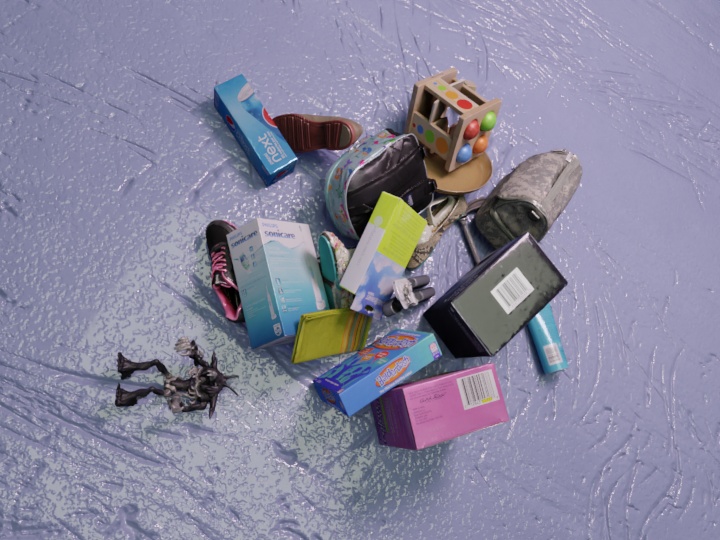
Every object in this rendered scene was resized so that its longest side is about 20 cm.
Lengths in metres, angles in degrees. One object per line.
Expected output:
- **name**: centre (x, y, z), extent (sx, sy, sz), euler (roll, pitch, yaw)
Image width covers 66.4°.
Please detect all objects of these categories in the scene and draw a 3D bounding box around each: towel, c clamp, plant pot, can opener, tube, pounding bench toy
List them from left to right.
- **towel**: centre (-0.043, 0.111, 0.966), extent (0.198, 0.018, 0.089), euler (-2, 107, -54)
- **can opener**: centre (0.091, 0.041, 1.030), extent (0.065, 0.199, 0.054), euler (-26, 84, 24)
- **plant pot**: centre (0.179, -0.223, 1.155), extent (0.194, 0.028, 0.204), euler (6, 48, -6)
- **pounding bench toy**: centre (0.218, -0.322, 1.145), extent (0.198, 0.126, 0.156), euler (-31, 60, -31)
- **c clamp**: centre (0.258, -0.055, 1.170), extent (0.166, 0.027, 0.206), euler (-12, 80, -19)
- **tube**: centre (0.380, 0.112, 1.155), extent (0.075, 0.050, 0.206), euler (-7, 73, -22)

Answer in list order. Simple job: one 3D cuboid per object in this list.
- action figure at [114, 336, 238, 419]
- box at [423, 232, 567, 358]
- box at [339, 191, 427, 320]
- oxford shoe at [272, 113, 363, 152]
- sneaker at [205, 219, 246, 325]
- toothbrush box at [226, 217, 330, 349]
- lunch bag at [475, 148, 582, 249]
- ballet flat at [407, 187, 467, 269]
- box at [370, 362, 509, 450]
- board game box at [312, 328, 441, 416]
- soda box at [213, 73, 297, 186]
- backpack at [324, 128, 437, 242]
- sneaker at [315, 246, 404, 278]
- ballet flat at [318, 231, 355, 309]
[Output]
- **action figure**: centre (-0.298, 0.181, 0.906), extent (0.194, 0.103, 0.122), euler (1, 64, -14)
- **box**: centre (0.242, 0.055, 1.033), extent (0.199, 0.199, 0.124), euler (-39, 86, -13)
- **box**: centre (0.039, -0.021, 0.980), extent (0.047, 0.121, 0.204), euler (26, 90, 33)
- **oxford shoe**: centre (-0.086, -0.271, 1.083), extent (0.195, 0.072, 0.075), euler (14, 26, 24)
- **sneaker**: centre (-0.232, 0.002, 0.966), extent (0.078, 0.095, 0.205), euler (-27, 81, 20)
- **toothbrush box**: centre (-0.138, 0.022, 0.965), extent (0.145, 0.084, 0.206), euler (-1, 73, -58)
- **lunch bag**: centre (0.356, -0.145, 1.134), extent (0.140, 0.167, 0.200), euler (46, 60, -6)
- **ballet flat**: centre (0.144, -0.096, 1.118), extent (0.200, 0.067, 0.076), euler (-47, 133, -19)
- **box**: centre (0.128, 0.237, 0.962), extent (0.171, 0.200, 0.100), euler (-11, 78, -18)
- **board game box**: centre (0.026, 0.173, 0.973), extent (0.197, 0.151, 0.046), euler (-29, 98, -21)
- **soda box**: centre (-0.206, -0.272, 1.071), extent (0.067, 0.064, 0.203), euler (-32, 87, -21)
- **backpack**: centre (0.025, -0.153, 1.043), extent (0.199, 0.149, 0.180), euler (-42, 129, -24)
- **sneaker**: centre (0.000, 0.000, 1.055), extent (0.194, 0.077, 0.089), euler (-7, 86, -15)
- **ballet flat**: centre (-0.036, 0.011, 1.000), extent (0.063, 0.205, 0.075), euler (-23, 39, -26)
